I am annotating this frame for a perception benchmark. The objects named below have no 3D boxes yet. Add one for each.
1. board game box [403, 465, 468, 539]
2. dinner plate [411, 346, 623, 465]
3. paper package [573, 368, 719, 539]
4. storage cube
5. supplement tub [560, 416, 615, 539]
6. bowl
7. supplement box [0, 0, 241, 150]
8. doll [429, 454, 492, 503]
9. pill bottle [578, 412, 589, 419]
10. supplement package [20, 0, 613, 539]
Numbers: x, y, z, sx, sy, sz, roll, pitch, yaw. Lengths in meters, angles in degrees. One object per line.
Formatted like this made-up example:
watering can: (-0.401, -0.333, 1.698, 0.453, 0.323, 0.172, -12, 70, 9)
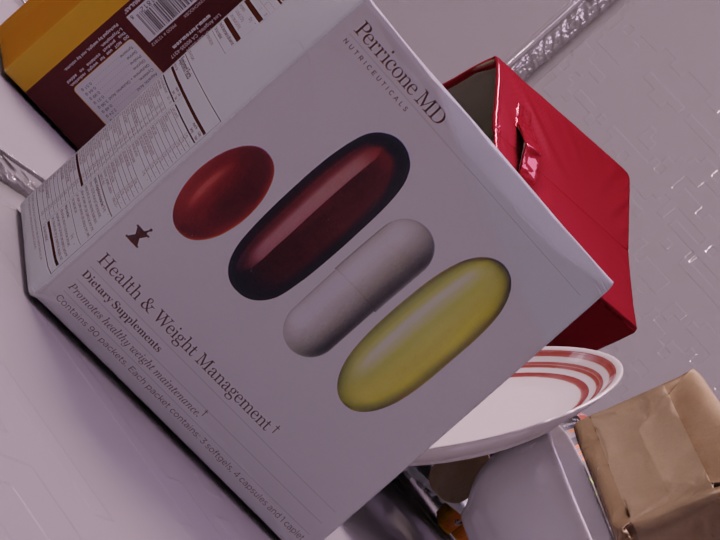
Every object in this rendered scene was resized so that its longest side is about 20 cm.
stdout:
board game box: (-0.006, 0.092, 1.437, 0.200, 0.026, 0.200, 51, 5, 36)
dinner plate: (0.060, 0.084, 1.222, 0.200, 0.200, 0.024, -110, -173, -79)
paper package: (0.231, 0.197, 1.363, 0.191, 0.103, 0.200, -101, 168, -69)
storage cube: (0.095, -0.026, 1.611, 0.180, 0.200, 0.171, 37, 40, -33)
supplement tub: (0.141, 0.176, 1.544, 0.200, 0.123, 0.123, 51, 5, 24)
bowl: (0.126, 0.199, 1.262, 0.200, 0.075, 0.200, 33, 34, -76)
supplement box: (-0.104, -0.143, 1.380, 0.200, 0.197, 0.133, 48, 4, -22)
doll: (0.053, 0.108, 1.392, 0.136, 0.048, 0.200, 43, 4, 3)
pill bottle: (0.190, 0.183, 1.650, 0.200, 0.112, 0.112, 26, -7, 28)
supplement package: (-0.026, -0.013, 0.983, 0.191, 0.200, 0.147, 46, 4, -21)
